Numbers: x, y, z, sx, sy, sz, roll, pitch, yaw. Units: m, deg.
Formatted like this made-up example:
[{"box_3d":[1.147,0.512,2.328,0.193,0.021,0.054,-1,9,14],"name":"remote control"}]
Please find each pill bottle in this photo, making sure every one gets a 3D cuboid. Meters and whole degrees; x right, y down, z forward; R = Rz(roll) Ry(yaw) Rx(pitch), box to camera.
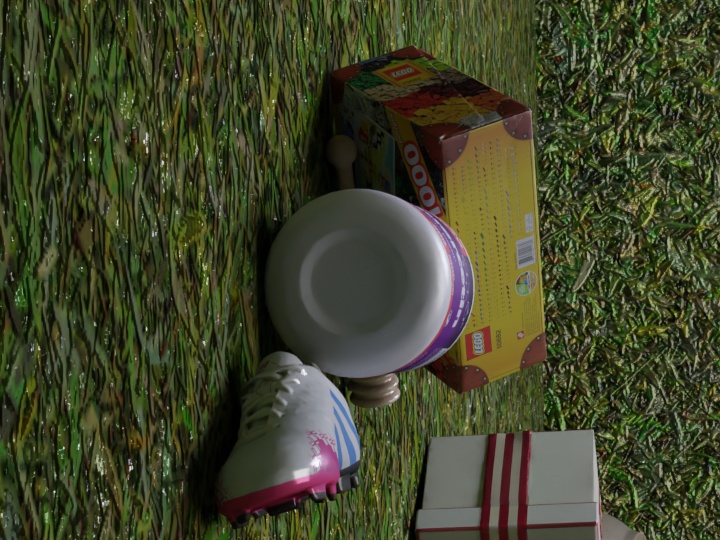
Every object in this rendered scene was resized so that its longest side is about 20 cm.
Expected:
[{"box_3d":[0.011,0.010,1.345,0.200,0.112,0.113,7,82,-81],"name":"pill bottle"}]

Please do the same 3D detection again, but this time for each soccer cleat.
[{"box_3d":[-0.046,0.088,1.168,0.200,0.070,0.086,13,60,-83],"name":"soccer cleat"}]

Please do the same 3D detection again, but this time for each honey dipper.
[{"box_3d":[0.000,0.000,1.519,0.038,0.038,0.200,-69,155,-67],"name":"honey dipper"}]

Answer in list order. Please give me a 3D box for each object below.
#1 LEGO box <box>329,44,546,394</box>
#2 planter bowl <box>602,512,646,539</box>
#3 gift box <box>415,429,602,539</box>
[{"box_3d":[0.055,-0.038,1.515,0.149,0.077,0.200,35,-42,51],"name":"LEGO box"},{"box_3d":[0.369,0.462,3.307,0.200,0.135,0.201,0,90,-66],"name":"planter bowl"},{"box_3d":[0.149,0.273,1.954,0.187,0.184,0.200,-77,157,-63],"name":"gift box"}]
